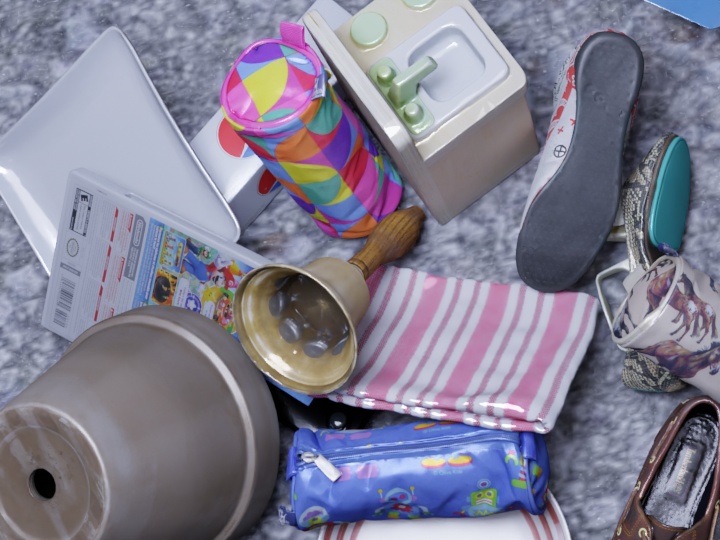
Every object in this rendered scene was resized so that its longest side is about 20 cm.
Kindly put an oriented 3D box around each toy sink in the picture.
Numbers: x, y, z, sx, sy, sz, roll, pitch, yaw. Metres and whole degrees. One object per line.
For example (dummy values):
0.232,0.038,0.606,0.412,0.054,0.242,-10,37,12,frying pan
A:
0.054,-0.142,1.124,0.112,0.200,0.131,-36,70,2,toy sink

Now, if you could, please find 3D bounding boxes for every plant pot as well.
-0.184,0.138,1.085,0.199,0.173,0.202,4,100,25,plant pot

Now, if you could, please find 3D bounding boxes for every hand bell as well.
0.000,0.000,1.121,0.104,0.200,0.105,15,123,25,hand bell

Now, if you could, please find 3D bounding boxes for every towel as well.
0.068,0.054,1.108,0.199,0.030,0.147,7,40,21,towel

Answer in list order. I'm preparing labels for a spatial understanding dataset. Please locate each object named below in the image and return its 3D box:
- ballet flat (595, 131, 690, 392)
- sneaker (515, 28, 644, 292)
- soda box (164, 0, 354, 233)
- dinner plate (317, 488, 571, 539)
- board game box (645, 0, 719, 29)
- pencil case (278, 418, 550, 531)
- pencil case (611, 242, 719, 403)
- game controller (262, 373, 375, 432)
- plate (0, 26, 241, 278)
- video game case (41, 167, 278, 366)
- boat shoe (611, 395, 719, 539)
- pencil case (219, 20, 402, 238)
0.214,-0.006,1.129,0.075,0.068,0.202,-9,74,33,ballet flat
0.170,-0.087,1.145,0.067,0.108,0.203,15,101,3,sneaker
-0.067,-0.125,1.216,0.064,0.068,0.200,40,87,18,soda box
0.063,0.225,1.118,0.199,0.024,0.202,-3,75,11,dinner plate
0.256,-0.279,1.202,0.199,0.039,0.159,26,77,13,board game box
0.039,0.146,1.088,0.198,0.087,0.079,-6,64,10,pencil case
0.276,0.061,1.047,0.199,0.090,0.078,29,123,-10,pencil case
-0.067,0.058,1.182,0.199,0.042,0.105,30,84,18,game controller
-0.199,-0.063,1.199,0.200,0.032,0.200,-37,80,33,plate
-0.160,0.022,1.164,0.199,0.018,0.144,26,116,20,video game case
0.220,0.185,1.070,0.070,0.070,0.201,16,81,15,boat shoe
-0.033,-0.100,1.132,0.088,0.200,0.089,-8,63,16,pencil case
